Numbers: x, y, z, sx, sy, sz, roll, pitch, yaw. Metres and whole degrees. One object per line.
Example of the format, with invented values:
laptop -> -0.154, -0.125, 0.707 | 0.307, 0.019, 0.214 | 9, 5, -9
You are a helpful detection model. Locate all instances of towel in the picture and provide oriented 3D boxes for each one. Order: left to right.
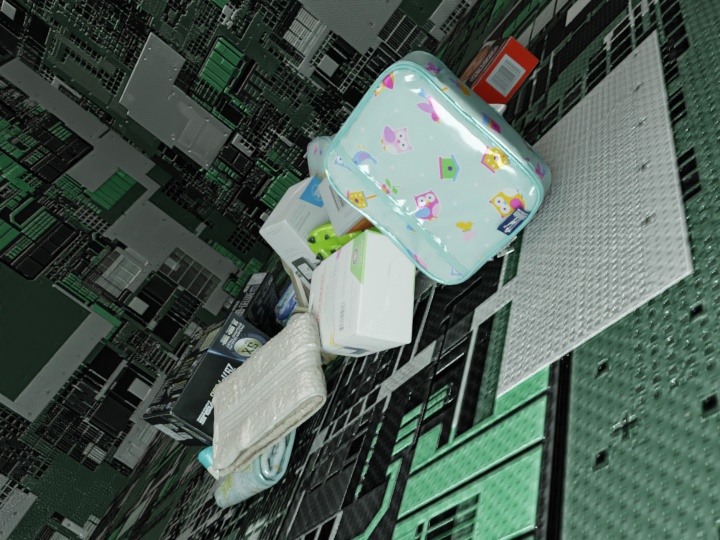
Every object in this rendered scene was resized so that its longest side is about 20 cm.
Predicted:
towel -> -0.117, 0.150, 0.833 | 0.200, 0.034, 0.133 | -41, 38, 25
towel -> -0.128, 0.208, 0.928 | 0.171, 0.048, 0.202 | -46, 23, 51

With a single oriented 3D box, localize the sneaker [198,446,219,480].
sneaker -> -0.187, 0.238, 1.063 | 0.078, 0.079, 0.201 | -48, 11, 28

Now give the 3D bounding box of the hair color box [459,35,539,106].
hair color box -> 0.216, -0.321, 1.131 | 0.102, 0.061, 0.200 | -52, 10, 11

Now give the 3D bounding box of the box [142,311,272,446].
box -> -0.226, 0.166, 1.015 | 0.199, 0.086, 0.165 | -26, 32, 59

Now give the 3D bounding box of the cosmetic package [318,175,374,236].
cosmetic package -> 0.060, -0.110, 0.832 | 0.198, 0.072, 0.101 | -18, -8, -28

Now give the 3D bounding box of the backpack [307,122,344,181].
backpack -> 0.000, -0.161, 1.159 | 0.199, 0.152, 0.179 | -7, 88, 57

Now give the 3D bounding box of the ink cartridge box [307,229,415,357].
ink cartridge box -> -0.005, 0.037, 0.824 | 0.200, 0.066, 0.119 | 151, 127, -65

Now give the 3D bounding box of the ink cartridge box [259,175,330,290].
ink cartridge box -> -0.054, -0.034, 1.090 | 0.066, 0.200, 0.116 | -18, 32, 41

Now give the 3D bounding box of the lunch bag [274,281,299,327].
lunch bag -> -0.077, 0.027, 1.265 | 0.201, 0.082, 0.161 | -54, 7, -8

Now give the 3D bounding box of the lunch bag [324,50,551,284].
lunch bag -> 0.071, -0.089, 0.658 | 0.161, 0.200, 0.077 | -46, 1, 31

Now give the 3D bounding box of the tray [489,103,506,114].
tray -> 0.136, -0.174, 1.011 | 0.106, 0.022, 0.201 | 9, 54, 34

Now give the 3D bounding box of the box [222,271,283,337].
box -> -0.193, 0.122, 1.275 | 0.049, 0.159, 0.201 | -5, 31, 16

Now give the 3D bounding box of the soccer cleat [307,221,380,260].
soccer cleat -> 0.015, -0.059, 0.977 | 0.198, 0.068, 0.081 | -4, 28, 31

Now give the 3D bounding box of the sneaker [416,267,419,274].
sneaker -> 0.062, -0.025, 0.870 | 0.079, 0.074, 0.200 | -36, -1, -34

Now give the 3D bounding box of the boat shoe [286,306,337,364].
boat shoe -> -0.074, 0.100, 1.011 | 0.069, 0.075, 0.200 | -54, 13, -21

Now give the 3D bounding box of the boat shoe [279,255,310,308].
boat shoe -> -0.085, 0.017, 1.143 | 0.059, 0.202, 0.072 | -16, -25, -14
